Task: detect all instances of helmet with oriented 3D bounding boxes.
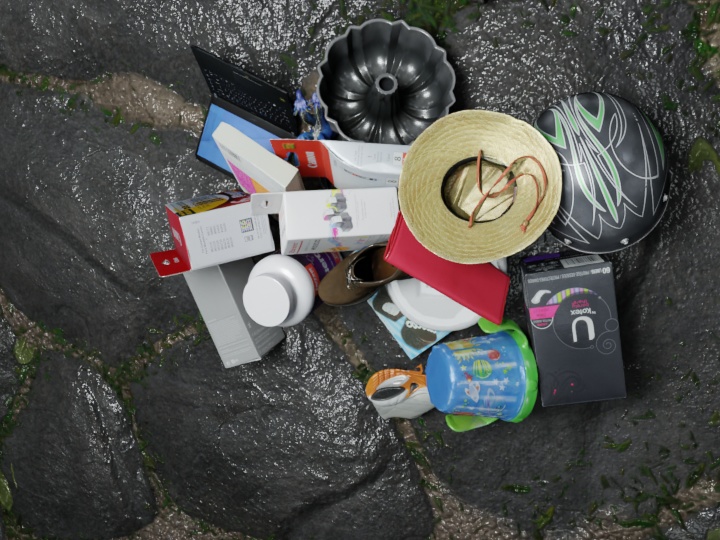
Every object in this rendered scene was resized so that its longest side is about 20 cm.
[{"bbox_3d":[0.302,-0.129,0.810,0.197,0.191,0.203,4,104,16],"label":"helmet"}]

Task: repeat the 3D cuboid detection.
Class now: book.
[{"bbox_3d":[-0.147,-0.136,0.952,0.133,0.200,0.048,35,79,8],"label":"book"}]

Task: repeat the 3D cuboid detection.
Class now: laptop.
[{"bbox_3d":[-0.200,-0.233,1.008,0.176,0.200,0.104,27,75,10],"label":"laptop"}]

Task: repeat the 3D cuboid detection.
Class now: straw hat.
[{"bbox_3d":[0.154,-0.100,0.798,0.198,0.085,0.205,0,88,16],"label":"straw hat"}]

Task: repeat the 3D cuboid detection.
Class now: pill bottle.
[{"bbox_3d":[-0.106,0.018,0.993,0.111,0.200,0.114,5,107,17],"label":"pill bottle"}]

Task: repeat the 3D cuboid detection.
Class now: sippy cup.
[{"bbox_3d":[0.170,0.156,0.916,0.128,0.139,0.181,1,88,-18],"label":"sippy cup"}]

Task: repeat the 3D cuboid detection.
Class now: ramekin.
[{"bbox_3d":[0.127,-0.004,0.935,0.197,0.098,0.204,1,96,5],"label":"ramekin"}]

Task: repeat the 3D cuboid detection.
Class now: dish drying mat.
[{"bbox_3d":[0.119,-0.002,0.827,0.199,0.078,0.018,29,154,-24],"label":"dish drying mat"}]

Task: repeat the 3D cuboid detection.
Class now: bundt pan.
[{"bbox_3d":[0.035,-0.254,0.901,0.198,0.076,0.205,0,79,-2],"label":"bundt pan"}]

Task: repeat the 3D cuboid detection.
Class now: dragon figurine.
[{"bbox_3d":[-0.068,-0.188,0.977,0.058,0.099,0.203,7,107,17],"label":"dragon figurine"}]

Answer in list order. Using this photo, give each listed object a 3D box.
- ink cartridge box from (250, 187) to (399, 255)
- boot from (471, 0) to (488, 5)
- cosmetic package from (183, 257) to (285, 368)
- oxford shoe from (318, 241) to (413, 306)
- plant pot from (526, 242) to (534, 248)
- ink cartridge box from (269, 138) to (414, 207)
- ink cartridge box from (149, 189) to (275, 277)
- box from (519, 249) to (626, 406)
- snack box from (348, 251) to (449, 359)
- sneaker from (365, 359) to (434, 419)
[{"bbox_3d":[-0.053,-0.066,0.872,0.197,0.115,0.069,-4,81,-11],"label":"ink cartridge box"},{"bbox_3d":[0.083,-0.443,0.877,0.172,0.069,0.203,-17,91,25],"label":"boot"},{"bbox_3d":[-0.223,0.055,1.097,0.089,0.107,0.202,-16,101,24],"label":"cosmetic package"},{"bbox_3d":[0.000,0.000,0.876,0.199,0.084,0.074,-28,74,38],"label":"oxford shoe"},{"bbox_3d":[0.166,-0.102,0.881,0.199,0.200,0.028,39,141,5],"label":"plant pot"},{"bbox_3d":[-0.022,-0.134,0.882,0.197,0.162,0.051,1,80,1],"label":"ink cartridge box"},{"bbox_3d":[-0.249,-0.065,0.984,0.173,0.200,0.085,-16,106,-21],"label":"ink cartridge box"},{"bbox_3d":[0.308,0.080,0.910,0.120,0.106,0.203,-9,102,12],"label":"box"},{"bbox_3d":[0.070,0.032,1.024,0.116,0.037,0.201,-37,90,22],"label":"snack box"},{"bbox_3d":[0.113,0.204,1.051,0.197,0.076,0.093,-9,135,9],"label":"sneaker"}]
